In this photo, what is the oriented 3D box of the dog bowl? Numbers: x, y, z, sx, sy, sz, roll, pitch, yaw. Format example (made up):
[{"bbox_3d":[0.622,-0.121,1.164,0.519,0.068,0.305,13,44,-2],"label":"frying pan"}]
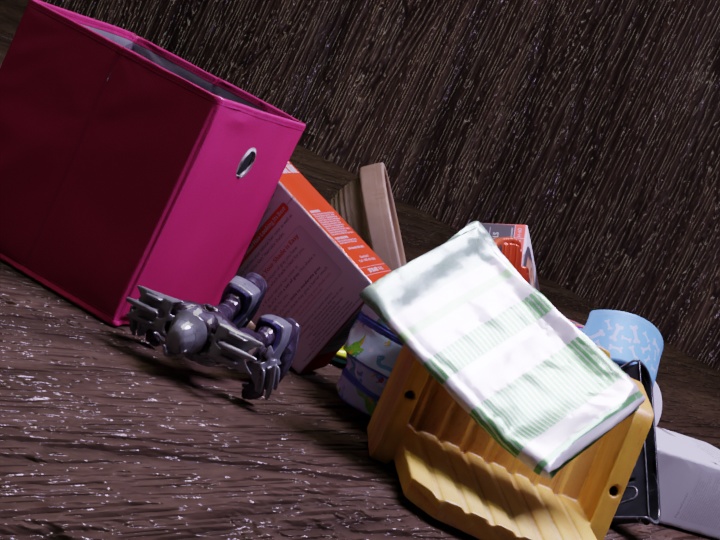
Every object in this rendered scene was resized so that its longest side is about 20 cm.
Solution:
[{"bbox_3d":[0.185,0.092,1.783,0.198,0.050,0.112,-4,-38,11],"label":"dog bowl"}]

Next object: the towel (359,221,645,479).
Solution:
[{"bbox_3d":[0.113,0.059,1.466,0.200,0.023,0.152,47,45,13],"label":"towel"}]

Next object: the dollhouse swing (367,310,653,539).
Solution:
[{"bbox_3d":[0.127,0.122,1.460,0.198,0.183,0.176,25,-6,-8],"label":"dollhouse swing"}]

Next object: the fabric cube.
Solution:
[{"bbox_3d":[-0.196,-0.083,1.588,0.199,0.201,0.196,28,6,18],"label":"fabric cube"}]

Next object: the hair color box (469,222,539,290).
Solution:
[{"bbox_3d":[0.141,0.044,1.879,0.060,0.103,0.200,3,-26,13],"label":"hair color box"}]

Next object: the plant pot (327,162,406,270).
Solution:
[{"bbox_3d":[0.000,0.000,1.905,0.092,0.203,0.201,-12,6,3],"label":"plant pot"}]

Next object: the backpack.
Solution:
[{"bbox_3d":[0.063,0.083,1.632,0.162,0.154,0.200,34,-12,21],"label":"backpack"}]

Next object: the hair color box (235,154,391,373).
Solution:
[{"bbox_3d":[-0.074,-0.021,1.686,0.200,0.111,0.064,47,20,13],"label":"hair color box"}]

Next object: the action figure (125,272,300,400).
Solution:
[{"bbox_3d":[-0.108,0.052,1.476,0.130,0.070,0.200,35,13,14],"label":"action figure"}]

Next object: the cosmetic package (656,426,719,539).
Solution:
[{"bbox_3d":[0.299,0.200,1.848,0.199,0.075,0.101,21,8,-44],"label":"cosmetic package"}]

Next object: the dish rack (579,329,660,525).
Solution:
[{"bbox_3d":[0.192,0.125,1.639,0.054,0.155,0.200,-17,-34,28],"label":"dish rack"}]

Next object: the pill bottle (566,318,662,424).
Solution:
[{"bbox_3d":[0.234,0.120,1.970,0.111,0.112,0.200,24,2,-19],"label":"pill bottle"}]

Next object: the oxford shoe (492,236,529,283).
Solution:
[{"bbox_3d":[0.105,0.011,1.669,0.072,0.072,0.200,9,-12,11],"label":"oxford shoe"}]

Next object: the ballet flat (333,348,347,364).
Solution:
[{"bbox_3d":[0.035,0.076,1.806,0.198,0.068,0.067,25,8,-14],"label":"ballet flat"}]

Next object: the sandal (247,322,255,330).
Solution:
[{"bbox_3d":[-0.159,-0.016,1.759,0.210,0.070,0.078,26,7,-6],"label":"sandal"}]
